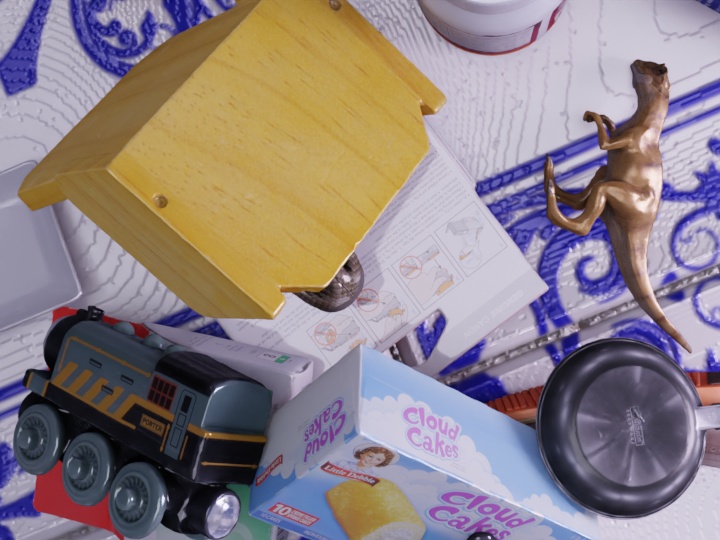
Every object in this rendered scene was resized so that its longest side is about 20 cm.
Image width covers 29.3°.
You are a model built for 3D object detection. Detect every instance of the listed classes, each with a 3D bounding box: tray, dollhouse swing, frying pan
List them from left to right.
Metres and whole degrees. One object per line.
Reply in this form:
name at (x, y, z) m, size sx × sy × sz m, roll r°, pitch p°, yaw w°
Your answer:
tray at (-0.301, 0.007, 0.988) m, size 0.199 × 0.022 × 0.108 m, roll -22°, pitch 82°, yaw 6°
dollhouse swing at (-0.090, -0.068, 0.887) m, size 0.182 × 0.176 × 0.200 m, roll 42°, pitch 59°, yaw -8°
frying pan at (0.203, 0.110, 0.874) m, size 0.188 × 0.031 × 0.116 m, roll 17°, pitch 78°, yaw -5°

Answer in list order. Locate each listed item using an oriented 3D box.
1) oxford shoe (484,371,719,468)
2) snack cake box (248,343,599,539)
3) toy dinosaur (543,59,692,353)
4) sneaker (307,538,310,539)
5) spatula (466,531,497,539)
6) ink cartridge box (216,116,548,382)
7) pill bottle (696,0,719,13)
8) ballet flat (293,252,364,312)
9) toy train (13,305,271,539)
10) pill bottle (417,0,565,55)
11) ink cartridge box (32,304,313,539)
oxford shoe at (0.164, 0.114, 0.928) m, size 0.198 × 0.071 × 0.074 m, roll -5°, pitch 96°, yaw 5°
snack cake box at (0.042, 0.136, 0.875) m, size 0.199 × 0.068 × 0.115 m, roll 27°, pitch 134°, yaw -27°
toy dinosaur at (0.177, -0.043, 0.923) m, size 0.105 × 0.060 × 0.202 m, roll 1°, pitch 93°, yaw 4°
sneaker at (0.017, 0.216, 0.929) m, size 0.074 × 0.106 × 0.201 m, roll -32°, pitch 90°, yaw 7°
spatula at (0.110, 0.230, 0.906) m, size 0.056 × 0.021 × 0.201 m, roll -23°, pitch 126°, yaw 11°
ink cartridge box at (0.000, 0.000, 0.950) m, size 0.199 × 0.045 × 0.177 m, roll -37°, pitch 88°, yaw 7°
pill bottle at (0.272, -0.211, 0.875) m, size 0.199 × 0.120 × 0.120 m, roll 30°, pitch 95°, yaw 3°
ballet flat at (-0.075, -0.041, 0.906) m, size 0.200 × 0.046 × 0.067 m, roll 40°, pitch 89°, yaw 30°
toy train at (-0.143, 0.097, 0.880) m, size 0.199 × 0.085 × 0.115 m, roll 21°, pitch 93°, yaw 39°
pill bottle at (0.082, -0.197, 0.854) m, size 0.108 × 0.200 × 0.111 m, roll 0°, pitch 93°, yaw 5°
ink cartridge box at (-0.140, 0.121, 0.945) m, size 0.198 × 0.050 × 0.162 m, roll 11°, pitch 101°, yaw 13°
